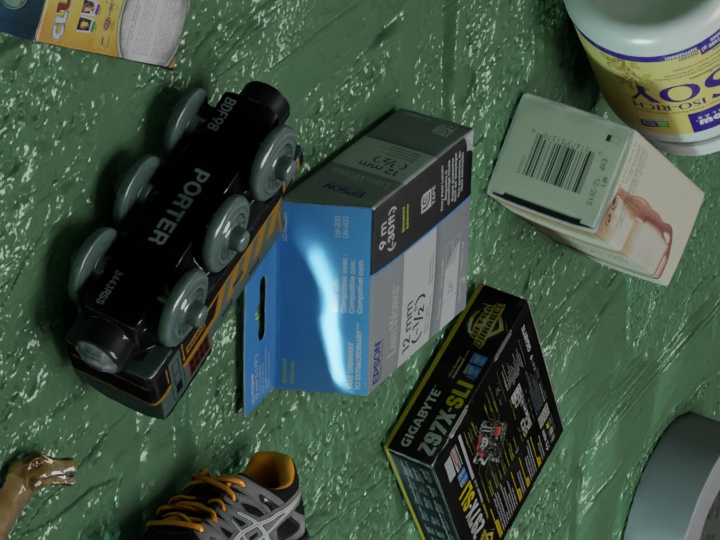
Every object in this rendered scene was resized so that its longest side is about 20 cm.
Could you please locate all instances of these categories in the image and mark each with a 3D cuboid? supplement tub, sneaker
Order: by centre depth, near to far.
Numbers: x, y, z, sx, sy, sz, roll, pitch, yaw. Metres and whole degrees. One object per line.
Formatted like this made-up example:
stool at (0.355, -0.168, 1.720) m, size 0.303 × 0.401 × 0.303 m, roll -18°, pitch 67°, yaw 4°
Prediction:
sneaker at (-0.095, 0.162, 1.426) m, size 0.200 × 0.078 × 0.078 m, roll -11°, pitch 103°, yaw -65°
supplement tub at (0.243, -0.189, 1.774) m, size 0.146 × 0.145 × 0.200 m, roll -64°, pitch 153°, yaw -16°

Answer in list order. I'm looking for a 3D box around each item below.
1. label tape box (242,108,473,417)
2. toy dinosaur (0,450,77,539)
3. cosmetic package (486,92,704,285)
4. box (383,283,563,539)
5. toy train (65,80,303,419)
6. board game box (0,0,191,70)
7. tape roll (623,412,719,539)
label tape box at (0.000, 0.000, 1.507) m, size 0.200 × 0.066 × 0.144 m, roll -42°, pitch 141°, yaw -49°
toy dinosaur at (-0.217, 0.157, 1.210) m, size 0.200 × 0.058 × 0.102 m, roll -34°, pitch 121°, yaw -62°
cosmetic package at (0.187, -0.061, 1.797) m, size 0.200 × 0.103 × 0.088 m, roll 26°, pitch 85°, yaw -63°
box at (0.093, 0.131, 1.796) m, size 0.160 × 0.049 × 0.200 m, roll -57°, pitch 151°, yaw -23°
toy train at (-0.098, -0.013, 1.296) m, size 0.201 × 0.085 × 0.114 m, roll -59°, pitch 164°, yaw -28°
board game box at (-0.117, -0.210, 1.171) m, size 0.135 × 0.034 × 0.201 m, roll 4°, pitch 103°, yaw -64°
tape roll at (0.335, 0.249, 2.335) m, size 0.200 × 0.066 × 0.201 m, roll -41°, pitch 140°, yaw -47°
